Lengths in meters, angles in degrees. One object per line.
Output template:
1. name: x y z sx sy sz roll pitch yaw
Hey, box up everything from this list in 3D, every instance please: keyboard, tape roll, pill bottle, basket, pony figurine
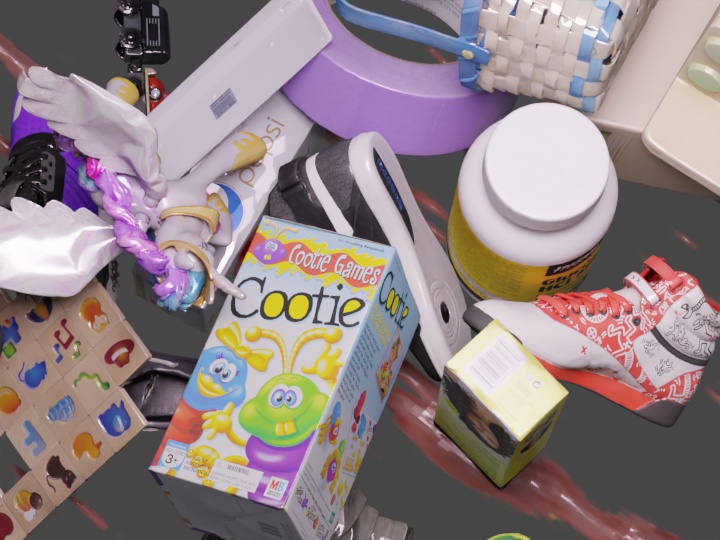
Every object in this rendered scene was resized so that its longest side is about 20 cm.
1. keyboard: -0.102 -0.126 1.559 0.200 0.011 0.056 -40 70 24
2. tape roll: 0.031 -0.180 1.601 0.200 0.066 0.200 9 49 -11
3. pill bottle: 0.122 -0.045 1.534 0.112 0.200 0.113 0 74 -1
4. basket: 0.103 -0.212 1.483 0.200 0.139 0.176 19 60 15
5. pony figurine: -0.158 -0.057 1.463 0.193 0.200 0.167 24 118 -9

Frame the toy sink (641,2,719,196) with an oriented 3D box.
1. toy sink: 0.304 -0.151 1.492 0.130 0.112 0.200 32 73 4

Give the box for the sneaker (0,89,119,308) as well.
1. sneaker: -0.231 -0.056 1.570 0.070 0.100 0.200 -18 73 24

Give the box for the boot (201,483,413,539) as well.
1. boot: -0.015 0.159 1.552 0.131 0.068 0.200 34 76 -4

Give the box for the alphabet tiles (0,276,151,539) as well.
1. alphabet tiles: -0.240 0.082 1.528 0.200 0.008 0.167 -42 76 23

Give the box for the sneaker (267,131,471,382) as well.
1. sneaker: 0.000 0.000 1.580 0.112 0.073 0.200 -16 109 24

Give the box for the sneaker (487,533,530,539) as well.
1. sneaker: 0.074 0.273 1.499 0.074 0.084 0.200 19 74 3

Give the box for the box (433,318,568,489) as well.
1. box: 0.094 0.096 1.492 0.050 0.200 0.075 -42 78 -10

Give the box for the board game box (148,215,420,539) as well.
1. board game box: -0.048 0.081 1.467 0.103 0.105 0.200 14 65 20

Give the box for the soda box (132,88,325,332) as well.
1. soda box: -0.093 -0.059 1.601 0.064 0.068 0.200 27 74 6

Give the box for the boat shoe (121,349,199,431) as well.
1. boat shoe: -0.161 0.083 1.559 0.200 0.063 0.073 7 73 0

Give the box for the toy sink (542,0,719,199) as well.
1. toy sink: 0.231 -0.138 1.605 0.200 0.112 0.130 11 73 -3

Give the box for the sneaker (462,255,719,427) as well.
1. sneaker: 0.171 0.030 1.532 0.201 0.067 0.108 24 99 -30

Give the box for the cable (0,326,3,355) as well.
1. cable: -0.335 0.033 1.542 0.163 0.051 0.200 -41 62 24

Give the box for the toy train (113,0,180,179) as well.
1. toy train: -0.160 -0.118 1.636 0.046 0.034 0.200 0 73 -13
